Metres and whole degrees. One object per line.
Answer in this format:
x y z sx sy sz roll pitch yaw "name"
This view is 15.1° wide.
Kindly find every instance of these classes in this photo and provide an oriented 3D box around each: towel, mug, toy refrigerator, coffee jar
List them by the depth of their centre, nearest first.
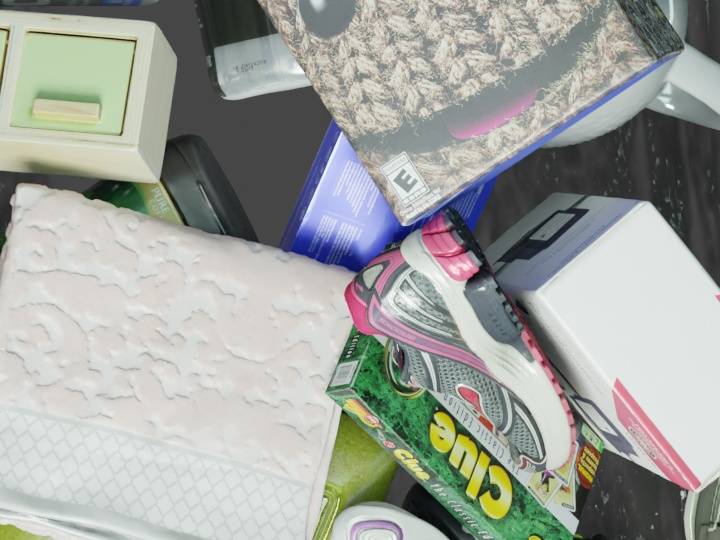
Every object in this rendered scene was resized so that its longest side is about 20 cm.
-0.106 0.062 1.447 0.200 0.032 0.191 16 66 -14 "towel"
-0.208 -0.100 1.489 0.200 0.070 0.076 6 76 9 "toy refrigerator"
-0.157 0.006 1.532 0.200 0.085 0.104 -28 97 -9 "coffee jar"
0.133 -0.133 1.542 0.200 0.175 0.148 27 86 -11 "mug"

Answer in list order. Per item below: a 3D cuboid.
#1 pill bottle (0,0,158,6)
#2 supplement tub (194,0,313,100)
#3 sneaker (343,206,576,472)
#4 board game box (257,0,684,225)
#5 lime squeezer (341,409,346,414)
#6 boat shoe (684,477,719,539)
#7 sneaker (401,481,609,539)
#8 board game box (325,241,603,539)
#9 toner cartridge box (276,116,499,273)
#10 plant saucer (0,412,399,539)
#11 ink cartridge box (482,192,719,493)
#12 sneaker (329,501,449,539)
-0.210 -0.202 1.503 0.200 0.114 0.114 -2 92 -11 "pill bottle"
-0.043 -0.204 1.533 0.122 0.123 0.200 -12 94 -11 "supplement tub"
0.057 0.045 1.463 0.075 0.081 0.200 -30 134 5 "sneaker"
0.043 -0.151 1.403 0.159 0.097 0.200 -34 88 17 "board game box"
-0.043 0.086 1.535 0.071 0.038 0.200 -12 104 -5 "lime squeezer"
0.233 0.190 1.628 0.072 0.060 0.202 6 90 -12 "boat shoe"
0.109 0.183 1.612 0.200 0.072 0.083 44 59 -10 "sneaker"
0.063 0.084 1.528 0.200 0.023 0.105 45 54 -32 "board game box"
0.000 0.000 1.550 0.095 0.043 0.200 20 110 -13 "toner cartridge box"
-0.098 0.155 1.497 0.200 0.048 0.200 21 97 -11 "plant saucer"
0.149 0.035 1.538 0.084 0.200 0.145 -40 98 -5 "ink cartridge box"
0.027 0.190 1.532 0.075 0.100 0.200 -47 132 -10 "sneaker"
